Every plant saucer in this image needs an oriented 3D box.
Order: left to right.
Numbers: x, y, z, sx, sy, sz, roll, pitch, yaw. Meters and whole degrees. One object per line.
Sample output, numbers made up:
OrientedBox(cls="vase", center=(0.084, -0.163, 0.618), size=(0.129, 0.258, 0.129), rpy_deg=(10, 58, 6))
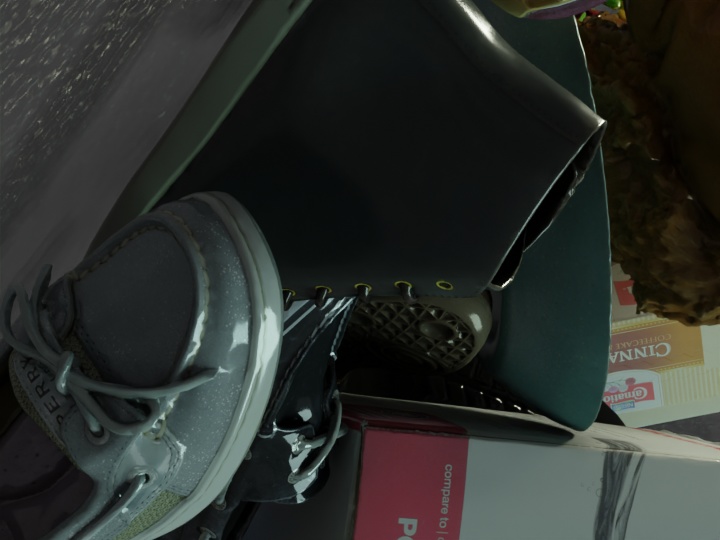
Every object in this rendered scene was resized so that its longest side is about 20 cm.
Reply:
OrientedBox(cls="plant saucer", center=(0.059, -0.033, 0.851), size=(0.036, 0.200, 0.200), rpy_deg=(-7, 165, -7))

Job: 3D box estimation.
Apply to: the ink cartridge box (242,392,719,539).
OrientedBox(cls="ink cartridge box", center=(0.063, 0.103, 0.896), size=(0.146, 0.200, 0.083), rpy_deg=(-174, -88, -70))

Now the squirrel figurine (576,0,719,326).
OrientedBox(cls="squirrel figurine", center=(0.135, -0.088, 0.852), size=(0.200, 0.187, 0.142), rpy_deg=(-45, 174, 31))

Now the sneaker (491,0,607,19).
OrientedBox(cls="sneaker", center=(0.118, -0.167, 0.751), size=(0.200, 0.075, 0.090), rpy_deg=(-50, 168, 9))

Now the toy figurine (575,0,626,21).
OrientedBox(cls="toy figurine", center=(0.166, -0.066, 1.025), size=(0.200, 0.184, 0.150), rpy_deg=(-43, 156, -69))

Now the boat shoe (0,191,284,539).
OrientedBox(cls="boat shoe", center=(-0.096, 0.055, 0.629), size=(0.065, 0.074, 0.202), rpy_deg=(-1, 143, -50))

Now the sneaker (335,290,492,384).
OrientedBox(cls="sneaker", center=(0.000, 0.000, 0.883), size=(0.200, 0.070, 0.076), rpy_deg=(-16, -129, 64))

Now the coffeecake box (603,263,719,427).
OrientedBox(cls="coffeecake box", center=(0.148, -0.012, 1.107), size=(0.200, 0.153, 0.073), rpy_deg=(-98, 177, -54))

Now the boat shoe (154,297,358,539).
OrientedBox(cls="boat shoe", center=(-0.036, 0.056, 0.804), size=(0.072, 0.068, 0.200), rpy_deg=(-42, 171, -48))

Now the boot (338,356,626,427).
OrientedBox(cls="boot", center=(0.021, 0.075, 1.049), size=(0.138, 0.200, 0.078), rpy_deg=(121, -14, -75))

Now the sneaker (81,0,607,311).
OrientedBox(cls="sneaker", center=(-0.015, -0.005, 0.654), size=(0.075, 0.106, 0.200), rpy_deg=(-41, 169, -50))
